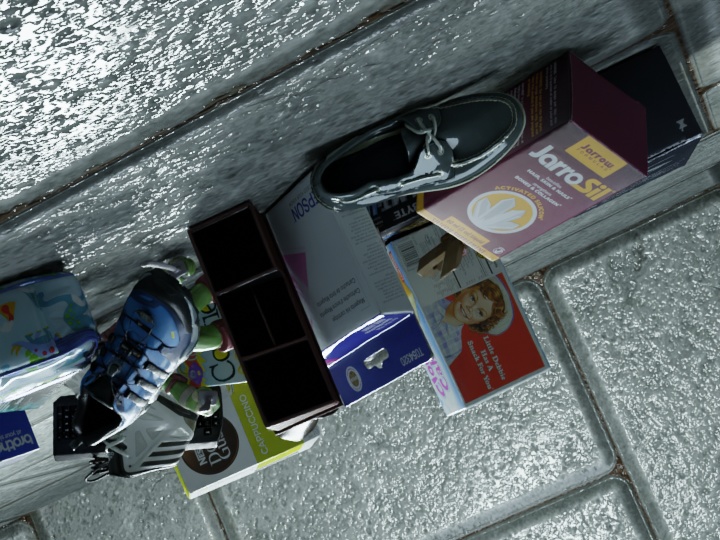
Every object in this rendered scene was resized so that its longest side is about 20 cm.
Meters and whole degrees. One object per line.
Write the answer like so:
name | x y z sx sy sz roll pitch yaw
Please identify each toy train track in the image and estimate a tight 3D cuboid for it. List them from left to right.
toy train track | 0.137 -0.046 1.498 0.200 0.032 0.115 -38 -157 36

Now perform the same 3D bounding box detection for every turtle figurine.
turtle figurine | -0.153 0.059 1.428 0.193 0.144 0.200 -31 172 -43

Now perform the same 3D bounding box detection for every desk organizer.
desk organizer | -0.089 0.044 1.336 0.071 0.202 0.077 -23 171 1

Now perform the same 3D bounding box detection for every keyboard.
keyboard | -0.257 0.183 1.662 0.198 0.105 0.040 -6 161 0

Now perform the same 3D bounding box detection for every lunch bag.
lunch bag | -0.327 0.074 1.256 0.198 0.083 0.161 -21 175 -17

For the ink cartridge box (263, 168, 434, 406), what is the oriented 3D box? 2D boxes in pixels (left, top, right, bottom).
ink cartridge box | -0.029 0.022 1.370 0.043 0.202 0.196 -19 171 -31

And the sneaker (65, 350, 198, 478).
sneaker | -0.272 0.161 1.581 0.199 0.116 0.075 26 163 -24

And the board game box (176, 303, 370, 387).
board game box | -0.104 0.069 1.633 0.198 0.106 0.103 -9 180 27

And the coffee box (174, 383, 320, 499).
coffee box | -0.187 0.184 1.995 0.196 0.201 0.200 -22 173 -10

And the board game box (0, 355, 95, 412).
board game box | -0.365 0.109 1.468 0.134 0.028 0.200 -3 162 -31

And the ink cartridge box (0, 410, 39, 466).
ink cartridge box | -0.452 0.182 1.557 0.044 0.095 0.199 -30 170 41

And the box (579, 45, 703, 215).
box | 0.270 -0.142 1.537 0.147 0.105 0.200 -25 172 4

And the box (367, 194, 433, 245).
box | 0.030 -0.053 1.629 0.198 0.050 0.198 -25 172 11

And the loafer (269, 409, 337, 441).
loafer | -0.064 0.153 1.609 0.072 0.072 0.200 -8 180 -15

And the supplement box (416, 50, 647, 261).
supplement box | 0.159 -0.103 1.358 0.110 0.086 0.199 30 138 -31

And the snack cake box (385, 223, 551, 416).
snack cake box | 0.113 0.045 1.607 0.114 0.202 0.067 -22 174 -20

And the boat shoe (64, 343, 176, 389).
boat shoe | -0.285 0.113 1.760 0.057 0.068 0.199 -6 179 35

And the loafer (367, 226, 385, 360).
loafer | 0.000 0.000 1.528 0.071 0.202 0.063 19 -138 33

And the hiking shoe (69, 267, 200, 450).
hiking shoe | -0.201 0.085 1.283 0.087 0.074 0.201 -51 171 -47

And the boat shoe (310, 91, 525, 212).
boat shoe | 0.050 -0.102 1.250 0.198 0.074 0.062 -20 177 5
